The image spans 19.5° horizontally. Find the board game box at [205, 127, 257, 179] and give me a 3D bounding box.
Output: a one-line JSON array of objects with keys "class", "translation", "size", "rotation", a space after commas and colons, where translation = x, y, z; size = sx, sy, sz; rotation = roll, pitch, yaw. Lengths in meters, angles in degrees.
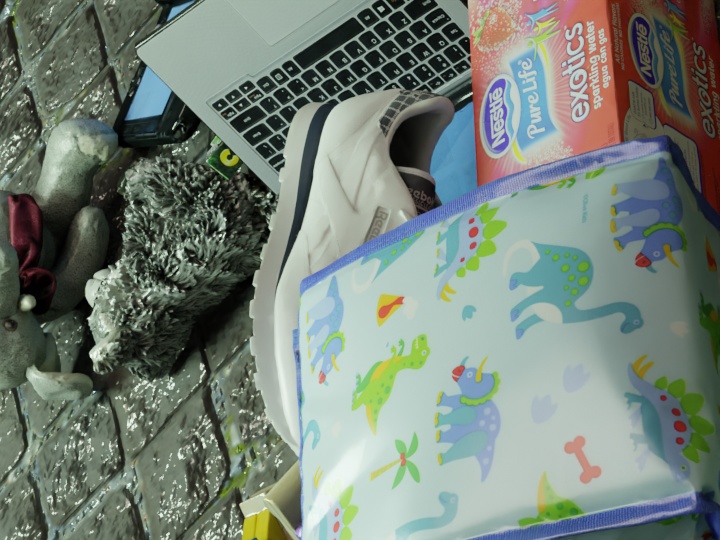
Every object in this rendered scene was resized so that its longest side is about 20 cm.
[{"class": "board game box", "translation": [-0.055, -0.136, 1.303], "size": [0.105, 0.023, 0.200], "rotation": [-46, 18, 16]}]

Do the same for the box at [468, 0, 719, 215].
[{"class": "box", "translation": [0.122, -0.069, 1.055], "size": [0.095, 0.099, 0.201], "rotation": [-27, 51, 37]}]

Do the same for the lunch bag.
[{"class": "lunch bag", "translation": [0.063, 0.061, 0.888], "size": [0.199, 0.127, 0.171], "rotation": [-14, 58, 21]}]

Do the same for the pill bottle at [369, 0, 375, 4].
[{"class": "pill bottle", "translation": [0.016, -0.234, 1.196], "size": [0.120, 0.119, 0.201], "rotation": [-45, 44, 22]}]

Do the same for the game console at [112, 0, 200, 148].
[{"class": "game console", "translation": [-0.150, -0.183, 1.379], "size": [0.177, 0.116, 0.200], "rotation": [-67, 17, -5]}]

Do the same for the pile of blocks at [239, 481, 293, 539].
[{"class": "pile of blocks", "translation": [-0.044, 0.195, 1.111], "size": [0.062, 0.082, 0.201], "rotation": [-28, 49, 37]}]

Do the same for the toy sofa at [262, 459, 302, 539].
[{"class": "toy sofa", "translation": [0.041, 0.113, 1.027], "size": [0.199, 0.098, 0.083], "rotation": [10, 49, 51]}]

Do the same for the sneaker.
[{"class": "sneaker", "translation": [0.000, 0.000, 1.043], "size": [0.080, 0.076, 0.201], "rotation": [-6, 66, 27]}]

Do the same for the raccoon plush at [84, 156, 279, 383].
[{"class": "raccoon plush", "translation": [-0.094, 0.006, 1.278], "size": [0.199, 0.096, 0.135], "rotation": [2, 79, 50]}]

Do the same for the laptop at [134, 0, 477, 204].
[{"class": "laptop", "translation": [-0.012, -0.063, 1.129], "size": [0.187, 0.200, 0.116], "rotation": [-29, 26, 37]}]

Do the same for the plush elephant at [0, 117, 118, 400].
[{"class": "plush elephant", "translation": [-0.246, 0.011, 1.398], "size": [0.155, 0.163, 0.201], "rotation": [-112, 29, -60]}]
